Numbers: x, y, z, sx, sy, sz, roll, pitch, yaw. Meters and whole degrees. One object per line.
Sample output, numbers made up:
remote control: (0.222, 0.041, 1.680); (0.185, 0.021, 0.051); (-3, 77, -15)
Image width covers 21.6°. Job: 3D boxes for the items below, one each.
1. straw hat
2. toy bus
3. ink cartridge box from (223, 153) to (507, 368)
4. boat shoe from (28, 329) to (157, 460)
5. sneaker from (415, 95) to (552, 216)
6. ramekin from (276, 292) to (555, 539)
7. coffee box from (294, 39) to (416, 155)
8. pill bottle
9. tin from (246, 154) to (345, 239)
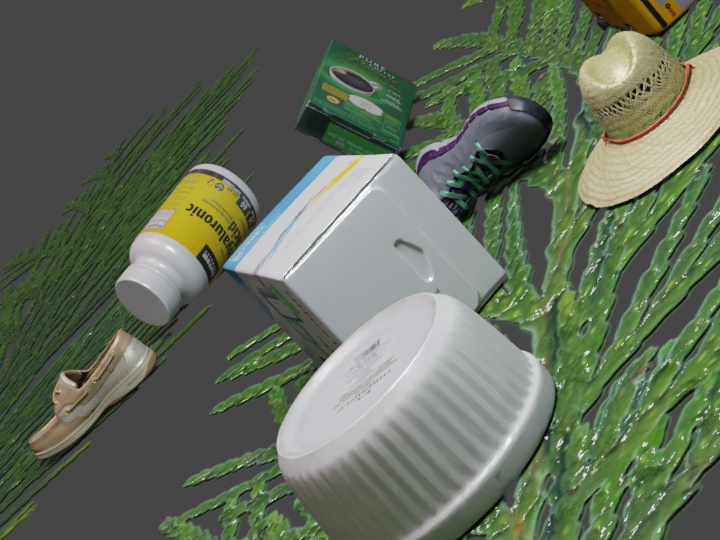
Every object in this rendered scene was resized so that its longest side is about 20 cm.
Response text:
straw hat: (0.224, -0.148, 1.539); (0.201, 0.085, 0.201); (-42, 16, 14)
toy bus: (0.260, -0.278, 1.826); (0.078, 0.065, 0.200); (-43, 15, 3)
ink cartridge box: (0.000, 0.000, 1.625); (0.146, 0.147, 0.200); (-47, 15, -11)
boat shoe: (-0.335, 0.146, 2.277); (0.200, 0.069, 0.074); (-42, 15, 11)
sneaker: (0.110, -0.091, 1.759); (0.200, 0.074, 0.088); (-35, 33, 58)
ramekin: (0.031, 0.109, 1.338); (0.200, 0.105, 0.200); (-42, 15, 14)
coffee box: (-0.003, -0.191, 2.186); (0.044, 0.122, 0.200); (-60, 8, 27)
pill bottle: (-0.219, -0.029, 2.353); (0.111, 0.111, 0.201); (-23, 27, 53)
tin: (-0.065, -0.060, 2.169); (0.200, 0.042, 0.112); (-37, 13, 27)
